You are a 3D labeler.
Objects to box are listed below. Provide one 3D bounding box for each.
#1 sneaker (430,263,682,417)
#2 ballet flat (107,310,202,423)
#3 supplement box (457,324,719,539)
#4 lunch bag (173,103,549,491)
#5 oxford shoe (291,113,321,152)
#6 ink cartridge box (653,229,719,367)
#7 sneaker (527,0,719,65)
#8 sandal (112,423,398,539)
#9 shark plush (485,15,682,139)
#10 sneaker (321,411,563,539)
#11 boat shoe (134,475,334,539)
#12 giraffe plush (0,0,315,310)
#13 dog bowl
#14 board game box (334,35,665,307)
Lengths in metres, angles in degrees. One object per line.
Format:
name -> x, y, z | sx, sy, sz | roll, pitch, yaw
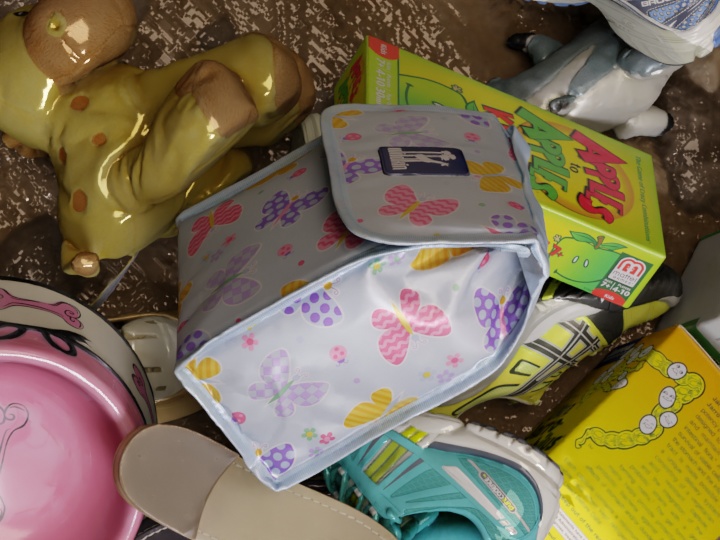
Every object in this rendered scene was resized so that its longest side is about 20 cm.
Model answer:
sneaker -> 0.109, 0.037, 1.466 | 0.200, 0.075, 0.077 | -15, 120, -23
ballet flat -> -0.156, 0.059, 1.383 | 0.200, 0.063, 0.069 | -9, 80, -17
supplement box -> 0.142, 0.142, 1.427 | 0.200, 0.109, 0.110 | -43, 94, -18
lunch bag -> 0.003, -0.005, 1.285 | 0.200, 0.170, 0.127 | -27, 118, 12
oxford shoe -> 0.000, 0.000, 1.432 | 0.058, 0.075, 0.200 | -5, 78, -15
ink cartridge box -> 0.304, 0.050, 1.468 | 0.200, 0.147, 0.083 | 31, 73, -10
sneaker -> 0.141, -0.206, 1.460 | 0.200, 0.085, 0.077 | 27, 64, 28
sandal -> -0.049, 0.151, 1.323 | 0.212, 0.070, 0.078 | 35, 79, -13
shark plush -> 0.121, -0.118, 1.506 | 0.200, 0.091, 0.083 | -22, 63, -2
sneaker -> 0.014, 0.116, 1.344 | 0.200, 0.078, 0.080 | 14, 67, 24
boat shoe -> -0.049, 0.156, 1.395 | 0.200, 0.065, 0.072 | -8, 86, -15
giraffe plush -> -0.149, -0.098, 1.376 | 0.200, 0.173, 0.162 | -44, 83, 8
dog bowl -> -0.205, 0.108, 1.315 | 0.200, 0.074, 0.200 | -5, 109, -13
board game box -> 0.082, -0.059, 1.422 | 0.200, 0.048, 0.102 | 21, 36, -16
